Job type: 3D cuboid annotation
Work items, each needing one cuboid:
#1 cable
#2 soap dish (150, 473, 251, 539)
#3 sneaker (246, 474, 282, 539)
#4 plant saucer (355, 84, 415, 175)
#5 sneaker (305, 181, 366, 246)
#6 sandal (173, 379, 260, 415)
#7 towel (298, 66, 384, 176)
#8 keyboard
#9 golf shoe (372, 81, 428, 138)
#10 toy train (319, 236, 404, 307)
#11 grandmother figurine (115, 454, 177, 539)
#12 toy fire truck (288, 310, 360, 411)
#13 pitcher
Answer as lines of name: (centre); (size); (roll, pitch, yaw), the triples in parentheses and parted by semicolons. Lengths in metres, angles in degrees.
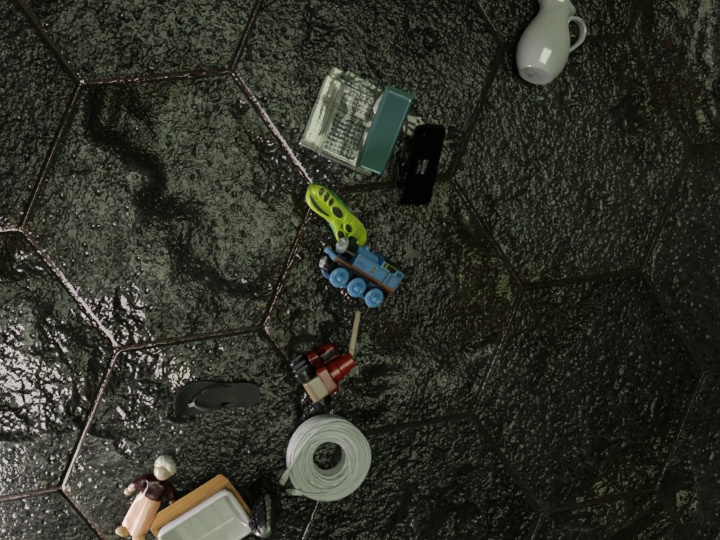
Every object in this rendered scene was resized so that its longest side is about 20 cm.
cable: (-0.076, 0.441, 1.722); (0.197, 0.069, 0.203); (21, 90, -13)
soap dish: (-0.351, 0.565, 1.652); (0.198, 0.081, 0.159); (-30, 121, -7)
sneaker: (-0.204, 0.535, 1.641); (0.075, 0.200, 0.079); (-43, 110, 4)
plant saucer: (0.054, -0.308, 1.638); (0.069, 0.019, 0.202); (18, 118, -9)
sneaker: (-0.051, -0.128, 1.673); (0.073, 0.084, 0.201); (-31, 119, 12)
sandal: (-0.329, 0.287, 1.671); (0.197, 0.043, 0.078); (-7, 96, -10)
towel: (-0.020, -0.344, 1.682); (0.190, 0.035, 0.203); (23, 90, -12)
keyboard: (0.128, -0.247, 1.692); (0.102, 0.040, 0.203); (0, 122, -17)
golf shoe: (0.104, -0.335, 1.682); (0.094, 0.078, 0.200); (-39, 120, 11)
toy train: (0.000, 0.000, 1.673); (0.199, 0.087, 0.115); (31, 95, -29)
grandmother figurine: (-0.471, 0.511, 1.656); (0.120, 0.060, 0.202); (24, 92, -24)
toy fire truck: (-0.060, 0.192, 1.648); (0.199, 0.176, 0.130); (-33, 99, -7)
pitcher: (0.457, -0.536, 1.726); (0.170, 0.121, 0.203); (24, 79, -27)
